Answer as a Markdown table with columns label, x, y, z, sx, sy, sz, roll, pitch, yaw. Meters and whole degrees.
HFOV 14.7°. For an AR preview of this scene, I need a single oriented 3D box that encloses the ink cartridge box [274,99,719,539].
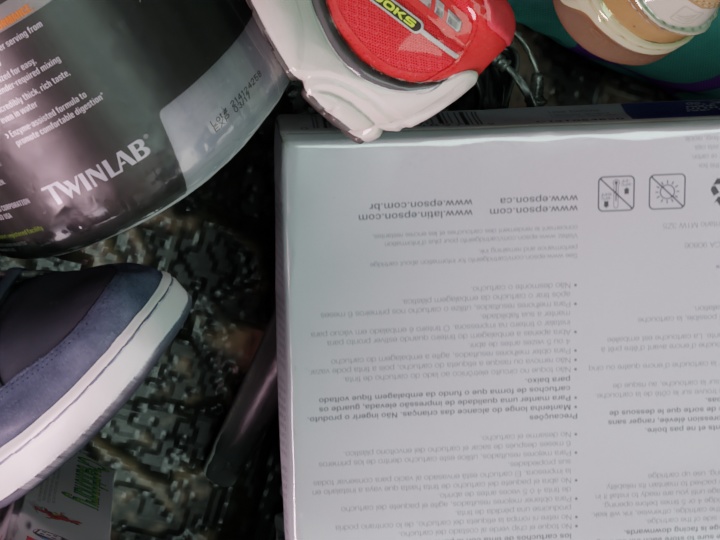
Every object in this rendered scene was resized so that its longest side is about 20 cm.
| label | x | y | z | sx | sy | sz | roll | pitch | yaw |
| --- | --- | --- | --- | --- | --- | --- | --- | --- | --- |
| ink cartridge box | 0.072 | 0.044 | 0.930 | 0.199 | 0.041 | 0.201 | -2 | 105 | -4 |

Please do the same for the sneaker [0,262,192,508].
| label | x | y | z | sx | sy | sz | roll | pitch | yaw |
| --- | --- | --- | --- | --- | --- | --- | --- | --- | --- |
| sneaker | -0.160 | 0.008 | 0.857 | 0.146 | 0.202 | 0.077 | 51 | 40 | -20 |

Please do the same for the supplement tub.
| label | x | y | z | sx | sy | sz | roll | pitch | yaw |
| --- | --- | --- | --- | --- | --- | --- | --- | --- | --- |
| supplement tub | -0.118 | -0.114 | 0.868 | 0.122 | 0.123 | 0.200 | -36 | 113 | -10 |

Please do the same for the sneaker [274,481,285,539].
| label | x | y | z | sx | sy | sz | roll | pitch | yaw |
| --- | --- | --- | --- | --- | --- | --- | --- | --- | --- |
| sneaker | 0.000 | 0.157 | 1.001 | 0.080 | 0.088 | 0.201 | 7 | 101 | -24 |

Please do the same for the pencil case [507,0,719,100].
| label | x | y | z | sx | sy | sz | roll | pitch | yaw |
| --- | --- | --- | --- | --- | --- | --- | --- | --- | --- |
| pencil case | 0.089 | -0.107 | 0.973 | 0.200 | 0.085 | 0.092 | 20 | 131 | -25 |

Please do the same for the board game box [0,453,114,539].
| label | x | y | z | sx | sy | sz | roll | pitch | yaw |
| --- | --- | --- | --- | --- | --- | --- | --- | --- | --- |
| board game box | -0.120 | 0.129 | 0.885 | 0.035 | 0.200 | 0.126 | 25 | 93 | -6 |

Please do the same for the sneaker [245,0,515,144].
| label | x | y | z | sx | sy | sz | roll | pitch | yaw |
| --- | --- | --- | --- | --- | --- | --- | --- | --- | --- |
| sneaker | -0.006 | -0.133 | 0.885 | 0.085 | 0.200 | 0.077 | -28 | 156 | 9 |

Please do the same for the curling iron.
| label | x | y | z | sx | sy | sz | roll | pitch | yaw |
| --- | --- | --- | --- | --- | --- | --- | --- | --- | --- |
| curling iron | 0.000 | 0.000 | 0.961 | 0.050 | 0.026 | 0.200 | 36 | 111 | -2 |

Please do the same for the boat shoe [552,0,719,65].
| label | x | y | z | sx | sy | sz | roll | pitch | yaw |
| --- | --- | --- | --- | --- | --- | --- | --- | --- | --- |
| boat shoe | 0.097 | -0.169 | 0.894 | 0.072 | 0.076 | 0.201 | 2 | 71 | -32 |
